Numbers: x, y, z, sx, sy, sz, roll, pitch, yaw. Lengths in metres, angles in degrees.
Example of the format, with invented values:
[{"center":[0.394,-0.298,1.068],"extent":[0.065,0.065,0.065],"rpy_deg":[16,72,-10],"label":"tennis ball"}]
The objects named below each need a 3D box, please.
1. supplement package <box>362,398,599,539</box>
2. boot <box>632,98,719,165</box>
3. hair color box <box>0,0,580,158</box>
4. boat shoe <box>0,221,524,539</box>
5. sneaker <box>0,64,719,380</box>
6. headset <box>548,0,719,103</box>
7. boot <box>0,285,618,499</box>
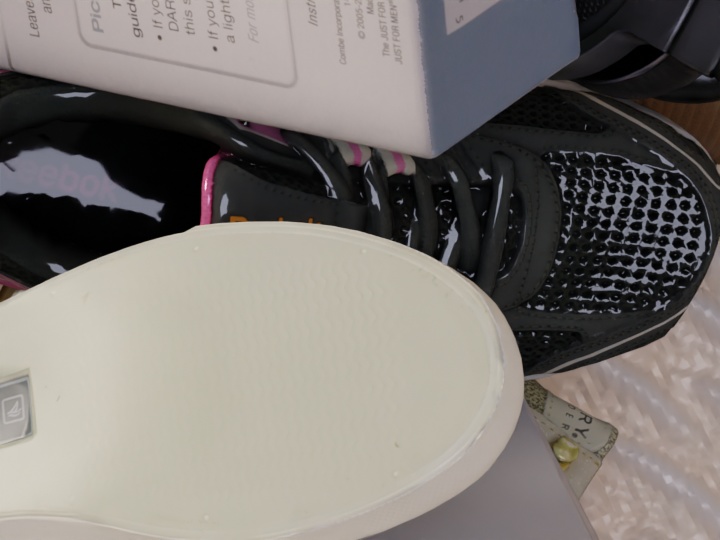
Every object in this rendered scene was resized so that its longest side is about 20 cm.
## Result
[{"center":[0.020,0.151,0.705],"extent":[0.121,0.120,0.200],"rpy_deg":[-18,116,-2],"label":"supplement package"},{"center":[0.133,-0.123,0.781],"extent":[0.166,0.072,0.200],"rpy_deg":[6,92,-10],"label":"boot"},{"center":[-0.054,-0.095,0.651],"extent":[0.200,0.061,0.099],"rpy_deg":[13,123,33],"label":"hair color box"},{"center":[-0.049,0.039,0.654],"extent":[0.200,0.071,0.070],"rpy_deg":[-12,68,25],"label":"boat shoe"},{"center":[-0.015,-0.009,0.687],"extent":[0.200,0.086,0.081],"rpy_deg":[2,97,-3],"label":"sneaker"},{"center":[0.072,-0.085,0.688],"extent":[0.200,0.123,0.094],"rpy_deg":[31,101,19],"label":"headset"},{"center":[0.000,0.000,0.765],"extent":[0.154,0.072,0.200],"rpy_deg":[29,93,-2],"label":"boot"}]
